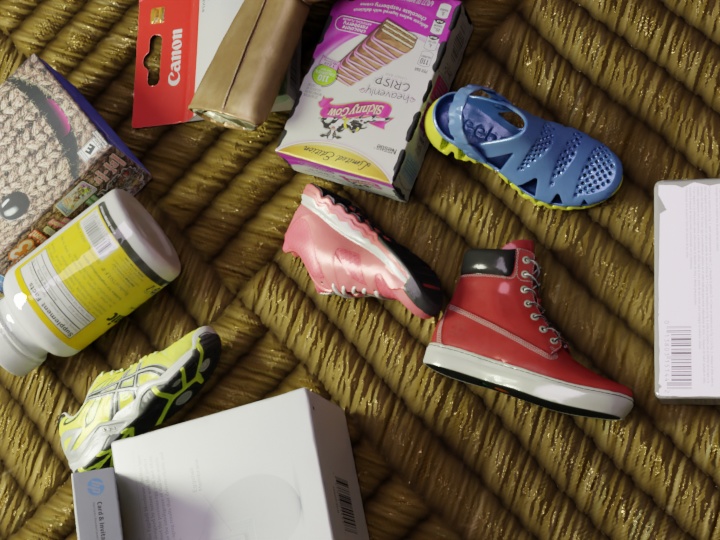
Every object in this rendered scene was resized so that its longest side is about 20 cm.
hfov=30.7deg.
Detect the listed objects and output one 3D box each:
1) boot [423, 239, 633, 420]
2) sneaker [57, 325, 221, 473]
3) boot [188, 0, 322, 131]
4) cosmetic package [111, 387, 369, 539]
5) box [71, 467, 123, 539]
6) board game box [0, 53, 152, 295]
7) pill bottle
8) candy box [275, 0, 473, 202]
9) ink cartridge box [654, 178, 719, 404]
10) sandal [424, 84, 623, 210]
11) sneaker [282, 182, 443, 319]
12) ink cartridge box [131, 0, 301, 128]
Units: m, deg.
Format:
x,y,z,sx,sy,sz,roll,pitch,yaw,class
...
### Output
x,y,z,sx,sy,sz,roll,pitch,yaw,class
0.169,0.049,1.199,0.199,0.072,0.145,18,79,26,boot
-0.225,0.119,1.307,0.200,0.075,0.076,-42,67,2,sneaker
-0.070,-0.232,1.306,0.175,0.066,0.201,14,77,46,boot
-0.104,0.237,1.205,0.199,0.123,0.201,-16,70,12,cosmetic package
-0.234,0.263,1.191,0.041,0.200,0.157,-6,80,-14,box
-0.355,-0.097,1.401,0.200,0.097,0.160,-44,66,2,board game box
-0.291,0.017,1.338,0.199,0.111,0.112,-36,67,6,pill bottle
0.015,-0.184,1.322,0.136,0.061,0.201,17,81,22,candy box
0.350,0.017,1.159,0.175,0.045,0.202,-2,74,19,ink cartridge box
0.152,-0.118,1.234,0.199,0.087,0.080,21,80,8,sandal
0.000,0.000,1.277,0.200,0.074,0.087,41,102,33,sneaker
-0.160,-0.243,1.407,0.198,0.050,0.162,-4,73,15,ink cartridge box
